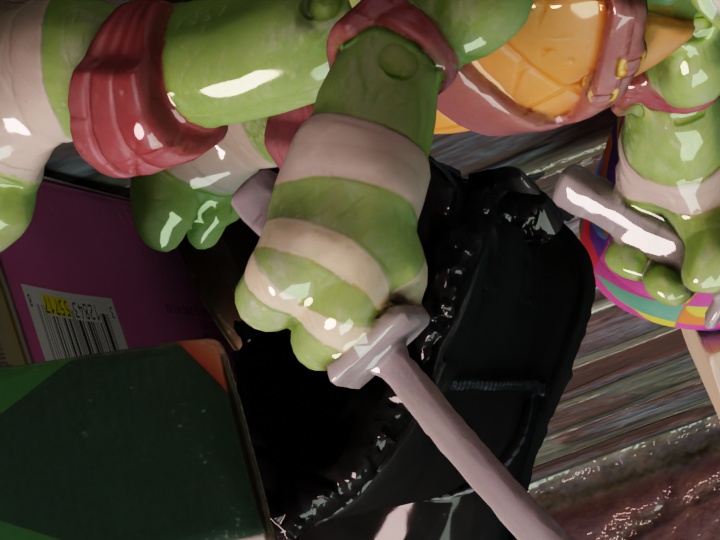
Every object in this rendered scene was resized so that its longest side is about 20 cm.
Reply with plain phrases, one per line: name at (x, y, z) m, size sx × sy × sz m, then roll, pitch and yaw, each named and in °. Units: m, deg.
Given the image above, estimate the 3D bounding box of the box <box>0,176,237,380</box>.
box at (-0.152, 0.054, 0.775) m, size 0.199 × 0.097 × 0.176 m, roll -21°, pitch 171°, yaw 13°

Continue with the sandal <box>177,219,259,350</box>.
sandal at (0.000, 0.000, 0.851) m, size 0.055 × 0.082 × 0.200 m, roll -40°, pitch 163°, yaw 18°

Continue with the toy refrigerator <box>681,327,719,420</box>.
toy refrigerator at (0.167, 0.021, 1.065) m, size 0.070 × 0.076 × 0.200 m, roll -20°, pitch -163°, yaw 4°

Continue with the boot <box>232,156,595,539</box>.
boot at (0.007, 0.056, 0.747) m, size 0.073 × 0.199 × 0.162 m, roll 20°, pitch -179°, yaw 17°

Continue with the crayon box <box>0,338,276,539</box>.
crayon box at (-0.131, 0.071, 0.575) m, size 0.199 × 0.051 × 0.127 m, roll -9°, pitch 162°, yaw -20°

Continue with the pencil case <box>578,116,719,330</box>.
pencil case at (0.122, -0.031, 0.897) m, size 0.088 × 0.089 × 0.200 m, roll -19°, pitch 171°, yaw -1°

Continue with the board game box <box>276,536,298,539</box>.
board game box at (-0.099, 0.145, 0.880) m, size 0.120 × 0.032 × 0.200 m, roll -3°, pitch 149°, yaw -44°

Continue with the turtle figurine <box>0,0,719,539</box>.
turtle figurine at (0.013, -0.005, 0.508) m, size 0.193 × 0.200 × 0.144 m, roll -1°, pitch -149°, yaw 42°
